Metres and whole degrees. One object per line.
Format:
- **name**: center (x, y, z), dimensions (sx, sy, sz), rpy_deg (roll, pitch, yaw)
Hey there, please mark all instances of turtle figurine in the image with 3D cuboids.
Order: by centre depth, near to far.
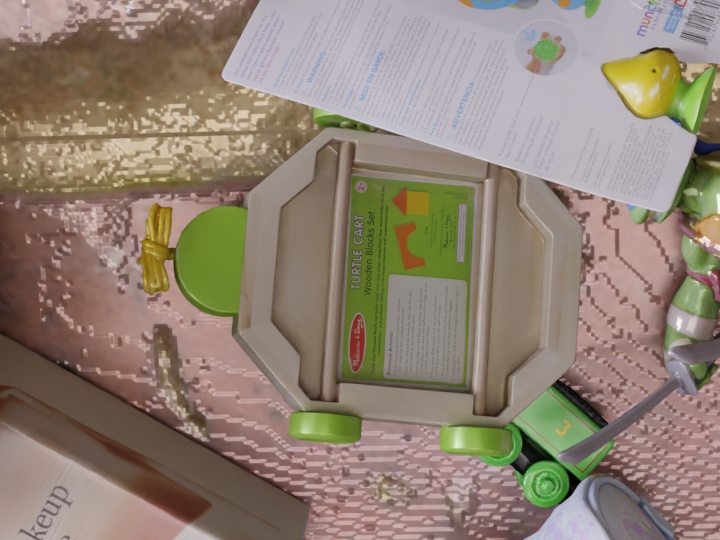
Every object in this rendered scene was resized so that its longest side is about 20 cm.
- **turtle figurine**: center (0.193, 0.029, 0.772), dimensions (0.193, 0.200, 0.144), rpy_deg (15, 134, -6)

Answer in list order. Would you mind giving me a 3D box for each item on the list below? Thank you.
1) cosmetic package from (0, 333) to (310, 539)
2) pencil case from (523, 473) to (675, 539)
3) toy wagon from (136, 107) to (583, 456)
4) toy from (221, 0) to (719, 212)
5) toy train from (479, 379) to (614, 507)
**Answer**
- **cosmetic package**: center (-0.136, 0.120, 0.847), dimensions (0.200, 0.087, 0.104), rpy_deg (28, 106, -4)
- **pencil case**: center (0.068, 0.183, 0.841), dimensions (0.083, 0.091, 0.200), rpy_deg (41, 108, -16)
- **toy wagon**: center (0.000, 0.000, 0.796), dimensions (0.199, 0.040, 0.156), rpy_deg (6, 81, -10)
- **toy**: center (0.055, -0.092, 0.773), dimensions (0.199, 0.047, 0.115), rpy_deg (17, 65, 17)
- **toy train**: center (0.037, 0.034, 0.839), dimensions (0.200, 0.042, 0.056), rpy_deg (41, 94, -7)
